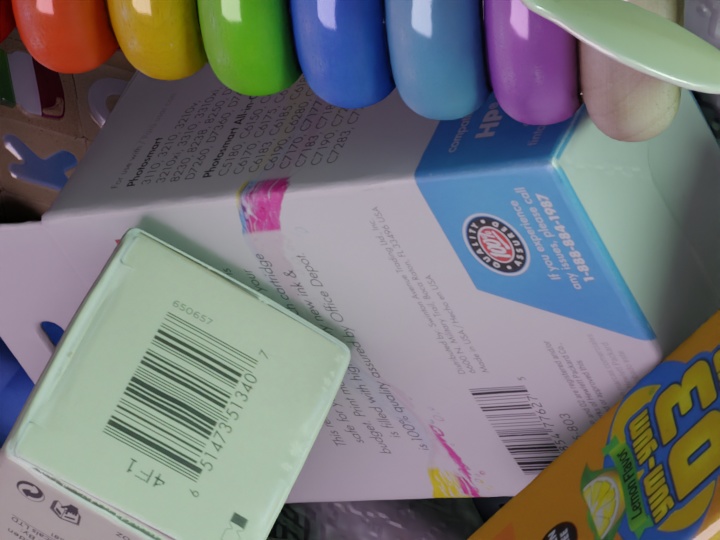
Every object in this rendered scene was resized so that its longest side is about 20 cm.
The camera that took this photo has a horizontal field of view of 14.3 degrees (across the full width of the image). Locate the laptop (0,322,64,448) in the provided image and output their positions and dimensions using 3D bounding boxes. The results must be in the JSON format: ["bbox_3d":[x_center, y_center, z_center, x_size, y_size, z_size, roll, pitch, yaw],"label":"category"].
[{"bbox_3d":[-0.124,0.099,0.928,0.103,0.201,0.177,3,168,-44],"label":"laptop"}]

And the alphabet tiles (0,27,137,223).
[{"bbox_3d":[-0.078,-0.028,0.842,0.200,0.006,0.167,16,140,19],"label":"alphabet tiles"}]

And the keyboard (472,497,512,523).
[{"bbox_3d":[0.107,0.068,0.793,0.200,0.040,0.104,-14,124,42],"label":"keyboard"}]

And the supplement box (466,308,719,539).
[{"bbox_3d":[0.112,0.040,0.662,0.069,0.067,0.200,31,117,-24],"label":"supplement box"}]

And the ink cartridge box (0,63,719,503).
[{"bbox_3d":[0.000,0.000,0.758,0.200,0.068,0.115,-5,132,35],"label":"ink cartridge box"}]

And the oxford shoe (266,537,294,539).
[{"bbox_3d":[0.041,0.118,0.860,0.200,0.058,0.075,12,139,-16],"label":"oxford shoe"}]

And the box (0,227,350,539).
[{"bbox_3d":[-0.074,0.079,0.775,0.068,0.082,0.200,29,142,-3],"label":"box"}]

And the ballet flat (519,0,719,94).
[{"bbox_3d":[0.098,-0.069,0.576,0.199,0.068,0.075,5,113,-7],"label":"ballet flat"}]

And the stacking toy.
[{"bbox_3d":[-0.027,-0.073,0.647,0.199,0.086,0.085,1,136,8],"label":"stacking toy"}]
